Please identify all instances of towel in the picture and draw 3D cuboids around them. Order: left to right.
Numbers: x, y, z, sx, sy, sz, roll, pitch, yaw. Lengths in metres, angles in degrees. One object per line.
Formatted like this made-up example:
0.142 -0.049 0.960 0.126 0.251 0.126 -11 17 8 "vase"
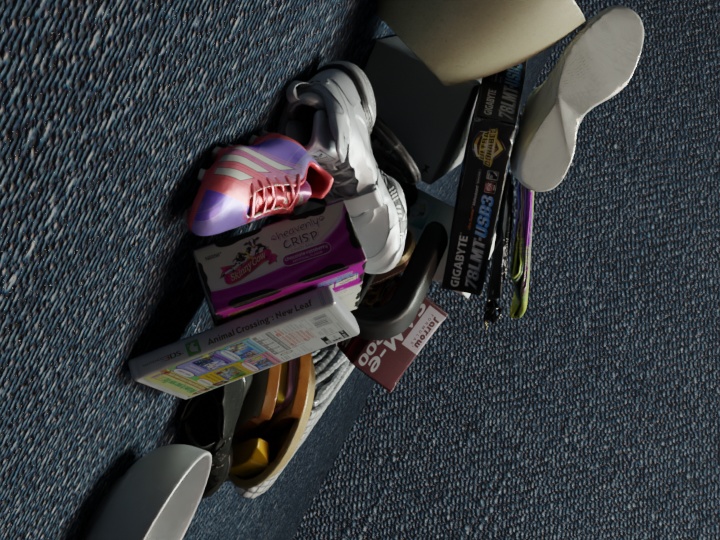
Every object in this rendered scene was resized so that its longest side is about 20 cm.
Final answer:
-0.091 0.165 1.911 0.166 0.085 0.200 -55 177 27 "towel"
0.176 -0.059 1.699 0.144 0.023 0.202 72 23 -74 "towel"

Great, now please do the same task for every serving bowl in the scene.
-0.217 0.248 1.483 0.201 0.065 0.200 -62 173 -14 "serving bowl"

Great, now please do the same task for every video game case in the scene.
-0.097 0.066 1.390 0.181 0.022 0.200 -21 170 2 "video game case"

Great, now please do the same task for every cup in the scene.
0.100 -0.265 1.530 0.143 0.200 0.200 -44 174 6 "cup"

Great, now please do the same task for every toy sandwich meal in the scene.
-0.118 0.145 1.737 0.205 0.070 0.206 -40 -142 42 "toy sandwich meal"

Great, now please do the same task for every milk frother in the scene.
-0.025 -0.044 1.557 0.189 0.180 0.200 -61 143 -21 "milk frother"

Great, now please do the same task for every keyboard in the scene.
0.148 -0.016 1.655 0.200 0.020 0.128 -69 167 -67 "keyboard"

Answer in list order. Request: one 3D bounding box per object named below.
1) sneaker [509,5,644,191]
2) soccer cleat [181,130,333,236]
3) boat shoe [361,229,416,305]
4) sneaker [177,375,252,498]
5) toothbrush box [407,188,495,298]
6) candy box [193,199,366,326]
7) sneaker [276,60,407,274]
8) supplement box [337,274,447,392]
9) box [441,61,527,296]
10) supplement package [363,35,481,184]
0.204 -0.180 1.569 0.201 0.075 0.089 -58 -160 10 "sneaker"
-0.081 -0.067 1.281 0.067 0.076 0.200 -66 173 21 "soccer cleat"
0.000 0.000 1.723 0.199 0.072 0.072 -15 -139 46 "boat shoe"
-0.161 0.164 1.628 0.104 0.060 0.201 -48 158 -67 "sneaker"
0.053 -0.052 1.810 0.086 0.199 0.146 -63 174 0 "toothbrush box"
-0.070 0.009 1.377 0.136 0.061 0.200 -19 168 -7 "candy box"
-0.021 -0.086 1.425 0.115 0.075 0.201 -28 106 -63 "sneaker"
0.023 0.056 1.782 0.109 0.061 0.200 -54 -164 1 "supplement box"
0.129 -0.110 1.615 0.200 0.049 0.200 -75 174 -57 "box"
0.067 -0.184 1.748 0.120 0.121 0.200 -65 173 15 "supplement package"
